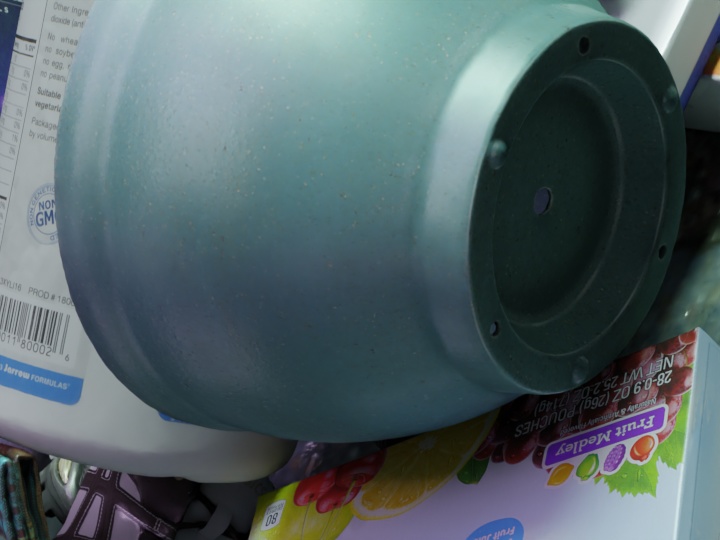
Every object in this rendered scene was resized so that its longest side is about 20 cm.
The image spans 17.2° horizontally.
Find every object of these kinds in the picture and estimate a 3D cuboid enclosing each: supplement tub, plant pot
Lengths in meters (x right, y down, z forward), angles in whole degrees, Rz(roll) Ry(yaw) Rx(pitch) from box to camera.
[{"bbox_3d":[-0.069,-0.033,0.870,0.132,0.132,0.200,20,99,58],"label":"supplement tub"},{"bbox_3d":[0.020,-0.031,0.766,0.134,0.200,0.200,15,68,38],"label":"plant pot"}]

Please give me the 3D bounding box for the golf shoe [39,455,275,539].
[{"bbox_3d":[-0.080,0.112,0.933,0.094,0.078,0.200,-33,37,22],"label":"golf shoe"}]

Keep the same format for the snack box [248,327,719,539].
[{"bbox_3d":[0.040,0.128,0.765,0.200,0.068,0.169,-25,38,38],"label":"snack box"}]

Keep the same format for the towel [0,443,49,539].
[{"bbox_3d":[-0.146,0.157,0.895,0.147,0.022,0.200,5,106,55],"label":"towel"}]

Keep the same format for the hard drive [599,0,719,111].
[{"bbox_3d":[0.100,-0.120,0.910,0.132,0.025,0.200,4,63,55],"label":"hard drive"}]

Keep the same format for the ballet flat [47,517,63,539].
[{"bbox_3d":[-0.146,0.153,0.984,0.073,0.073,0.200,-42,32,15],"label":"ballet flat"}]

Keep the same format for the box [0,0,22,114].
[{"bbox_3d":[-0.180,-0.034,1.086,0.104,0.148,0.200,-19,71,42],"label":"box"}]

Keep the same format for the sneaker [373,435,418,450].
[{"bbox_3d":[0.000,0.000,0.934,0.066,0.090,0.200,-39,32,20],"label":"sneaker"}]

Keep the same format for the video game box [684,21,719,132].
[{"bbox_3d":[0.150,-0.141,0.935,0.200,0.047,0.182,13,71,57],"label":"video game box"}]
